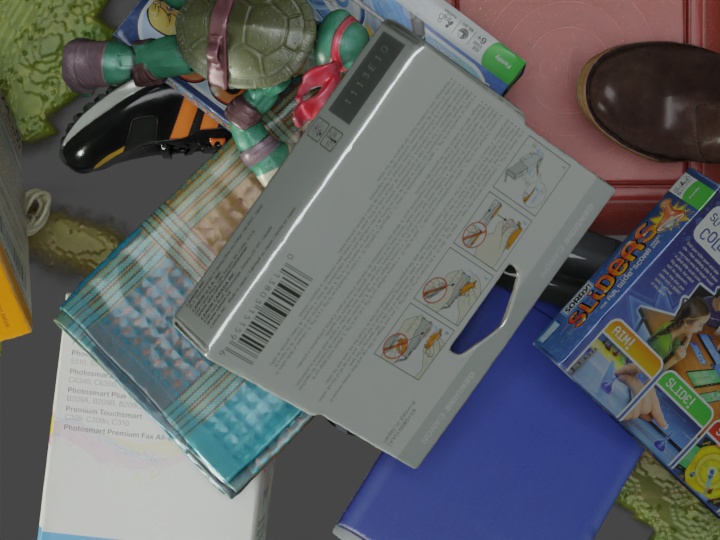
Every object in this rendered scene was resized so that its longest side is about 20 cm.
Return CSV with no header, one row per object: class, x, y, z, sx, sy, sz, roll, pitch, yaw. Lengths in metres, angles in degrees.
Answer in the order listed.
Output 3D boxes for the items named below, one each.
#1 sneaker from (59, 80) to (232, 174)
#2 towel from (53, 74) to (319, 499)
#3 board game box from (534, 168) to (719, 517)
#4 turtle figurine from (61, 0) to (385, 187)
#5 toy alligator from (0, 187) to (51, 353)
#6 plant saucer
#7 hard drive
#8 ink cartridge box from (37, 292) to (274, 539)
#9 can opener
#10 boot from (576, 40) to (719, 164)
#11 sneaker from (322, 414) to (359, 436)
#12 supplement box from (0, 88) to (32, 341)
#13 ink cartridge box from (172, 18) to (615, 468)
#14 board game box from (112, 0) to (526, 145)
sneaker,-0.081,-0.092,1.476,0.200,0.070,0.090,-28,87,0
towel,-0.054,0.007,1.380,0.147,0.022,0.200,44,85,5
board game box,0.210,0.053,1.430,0.135,0.034,0.200,-47,123,-1
turtle figurine,-0.061,-0.129,1.354,0.200,0.101,0.150,12,75,17
toy alligator,-0.252,0.032,1.496,0.054,0.059,0.200,28,90,43
plant saucer,0.126,-0.121,1.486,0.199,0.037,0.200,0,90,2
hard drive,0.090,0.107,1.453,0.132,0.025,0.200,33,66,1
ink cartridge box,-0.112,0.092,1.451,0.125,0.129,0.200,7,91,1
can opener,0.139,-0.008,1.475,0.200,0.067,0.053,18,131,-4
boot,0.240,-0.091,1.391,0.200,0.166,0.072,12,87,-21
sneaker,0.000,0.000,1.471,0.074,0.088,0.200,5,83,2
supplement box,-0.261,-0.033,1.420,0.126,0.200,0.074,-17,127,1
ink cartridge box,0.022,-0.010,1.333,0.174,0.044,0.200,32,95,-41
board game box,-0.024,-0.125,1.426,0.200,0.034,0.135,37,83,5
